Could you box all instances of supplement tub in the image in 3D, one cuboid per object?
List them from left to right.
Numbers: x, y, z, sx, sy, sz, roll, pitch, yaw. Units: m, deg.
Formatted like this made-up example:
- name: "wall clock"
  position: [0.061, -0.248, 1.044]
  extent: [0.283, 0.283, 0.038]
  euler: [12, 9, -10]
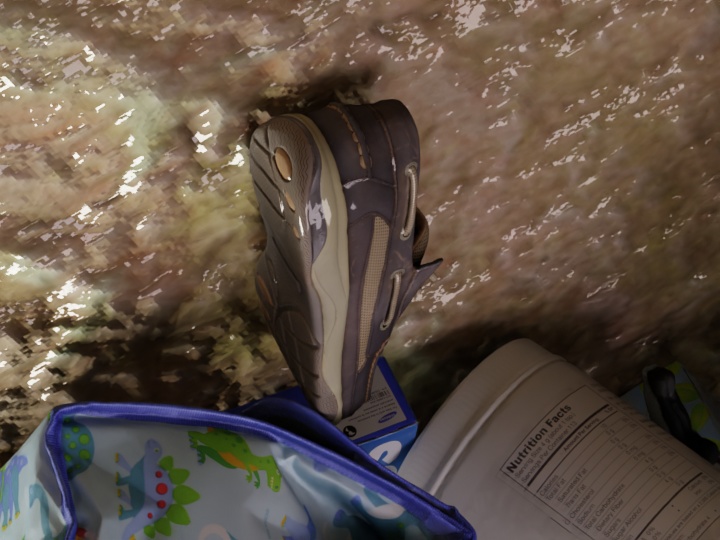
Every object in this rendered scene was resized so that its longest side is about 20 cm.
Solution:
- name: "supplement tub"
  position: [0.123, 0.140, 1.354]
  extent: [0.132, 0.200, 0.132]
  euler: [-46, 159, -24]

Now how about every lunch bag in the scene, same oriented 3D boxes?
- name: "lunch bag"
  position: [-0.071, 0.135, 1.241]
  extent: [0.199, 0.128, 0.170]
  euler: [8, 155, -23]

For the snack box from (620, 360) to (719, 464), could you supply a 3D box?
- name: "snack box"
  position: [0.135, 0.153, 1.552]
  extent: [0.200, 0.068, 0.169]
  euler: [-33, 148, 10]

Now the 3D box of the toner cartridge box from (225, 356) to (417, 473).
- name: "toner cartridge box"
  position: [-0.029, 0.125, 1.397]
  extent: [0.095, 0.043, 0.200]
  euler: [-18, 150, -15]

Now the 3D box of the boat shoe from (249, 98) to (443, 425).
- name: "boat shoe"
  position: [0.000, 0.000, 1.193]
  extent: [0.073, 0.075, 0.200]
  euler: [-21, 151, -13]

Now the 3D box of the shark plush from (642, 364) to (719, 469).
- name: "shark plush"
  position: [0.156, 0.141, 1.438]
  extent: [0.083, 0.091, 0.200]
  euler: [4, 140, 16]
